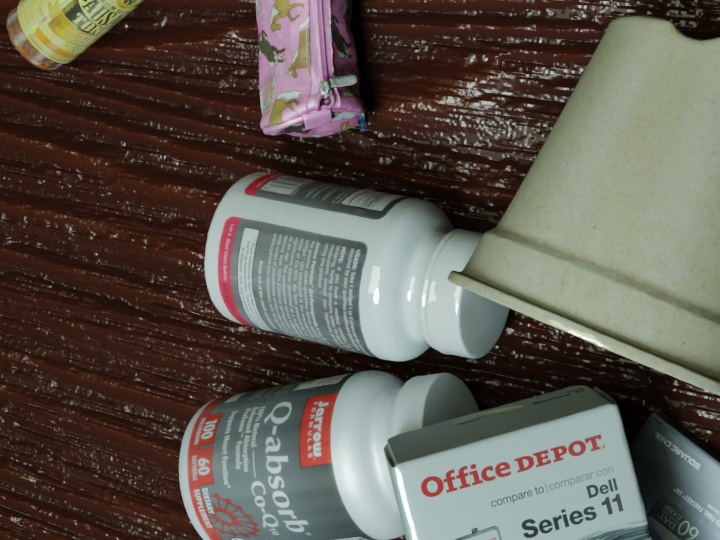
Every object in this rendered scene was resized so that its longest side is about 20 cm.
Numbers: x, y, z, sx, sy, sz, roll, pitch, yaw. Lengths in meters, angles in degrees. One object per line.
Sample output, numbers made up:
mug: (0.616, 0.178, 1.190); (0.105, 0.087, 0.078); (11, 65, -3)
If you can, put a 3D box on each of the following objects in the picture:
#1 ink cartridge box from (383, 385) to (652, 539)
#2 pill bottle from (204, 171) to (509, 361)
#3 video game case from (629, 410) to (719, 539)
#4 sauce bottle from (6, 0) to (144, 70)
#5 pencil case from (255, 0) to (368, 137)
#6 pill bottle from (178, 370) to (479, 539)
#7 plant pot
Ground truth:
ink cartridge box: (0.106, 0.187, 0.888); (0.145, 0.083, 0.202); (-16, 93, -2)
pill bottle: (0.000, 0.000, 1.001); (0.198, 0.110, 0.112); (12, 98, 31)
video game case: (0.196, 0.214, 0.943); (0.142, 0.019, 0.201); (37, 109, 25)
sauce bottle: (-0.194, -0.233, 1.138); (0.199, 0.066, 0.067); (-33, 75, 30)
pencil case: (-0.039, -0.197, 1.036); (0.086, 0.082, 0.203); (-5, 88, 32)
pill bottle: (-0.019, 0.132, 1.014); (0.198, 0.115, 0.117); (-13, 85, 31)
plant pot: (0.177, -0.041, 0.863); (0.199, 0.200, 0.185); (23, 91, 29)
